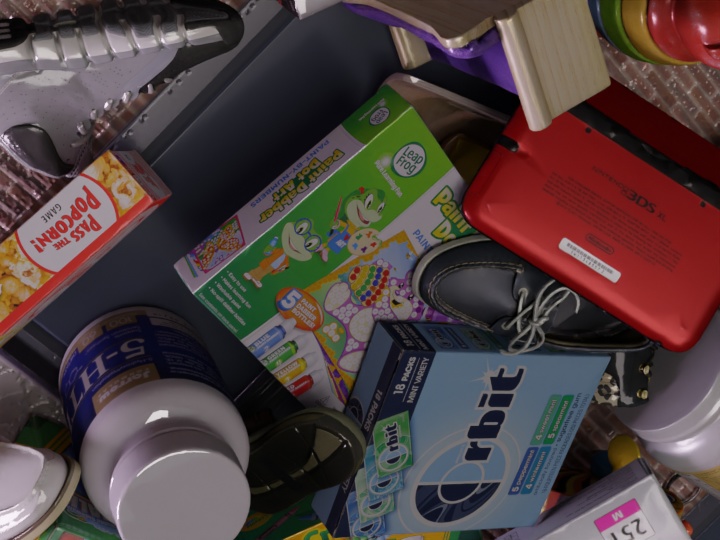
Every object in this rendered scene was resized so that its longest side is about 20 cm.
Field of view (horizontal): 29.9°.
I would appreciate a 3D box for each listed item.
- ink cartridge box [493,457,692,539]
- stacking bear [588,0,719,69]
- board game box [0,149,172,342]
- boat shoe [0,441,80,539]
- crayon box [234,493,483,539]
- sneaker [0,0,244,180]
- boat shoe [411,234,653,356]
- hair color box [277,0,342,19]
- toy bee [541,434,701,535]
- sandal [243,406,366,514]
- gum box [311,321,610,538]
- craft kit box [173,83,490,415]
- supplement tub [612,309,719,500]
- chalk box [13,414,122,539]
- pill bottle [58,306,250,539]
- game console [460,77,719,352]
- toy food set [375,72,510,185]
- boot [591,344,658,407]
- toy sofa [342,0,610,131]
[{"bbox_3d":[0.196,0.280,1.145,0.200,0.044,0.174,-31,104,5],"label":"ink cartridge box"},{"bbox_3d":[0.229,-0.198,0.962,0.121,0.200,0.114,-23,118,-9],"label":"stacking bear"},{"bbox_3d":[-0.221,-0.001,0.912,0.200,0.152,0.046,-42,96,2],"label":"board game box"},{"bbox_3d":[-0.277,0.151,0.946,0.068,0.200,0.075,43,50,-31],"label":"boat shoe"},{"bbox_3d":[-0.001,0.232,1.147,0.200,0.058,0.119,-23,119,-10],"label":"crayon box"},{"bbox_3d":[-0.175,-0.121,0.931,0.199,0.075,0.116,-8,120,-5],"label":"sneaker"},{"bbox_3d":[0.133,0.026,1.000,0.200,0.062,0.075,14,116,-29],"label":"boat shoe"},{"bbox_3d":[0.023,-0.264,0.940,0.200,0.061,0.102,-25,118,-10],"label":"hair color box"},{"bbox_3d":[0.241,0.205,1.196,0.200,0.109,0.131,-16,115,-13],"label":"toy bee"},{"bbox_3d":[-0.059,0.137,1.030,0.080,0.201,0.057,46,50,-20],"label":"sandal"},{"bbox_3d":[0.079,0.125,1.051,0.200,0.045,0.170,3,119,-33],"label":"gum box"},{"bbox_3d":[0.000,0.000,0.980,0.197,0.049,0.200,-43,131,-3],"label":"craft kit box"},{"bbox_3d":[0.328,0.125,1.170,0.200,0.145,0.146,33,99,-28],"label":"supplement tub"},{"bbox_3d":[-0.207,0.222,0.987,0.124,0.200,0.125,29,100,-28],"label":"chalk box"},{"bbox_3d":[-0.145,0.117,0.964,0.119,0.200,0.120,-8,114,-17],"label":"pill bottle"},{"bbox_3d":[0.186,-0.060,1.005,0.200,0.119,0.173,32,87,-5],"label":"game console"},{"bbox_3d":[0.051,-0.040,1.043,0.143,0.060,0.200,18,109,-25],"label":"toy food set"},{"bbox_3d":[0.246,0.032,1.097,0.203,0.073,0.154,4,106,15],"label":"boot"},{"bbox_3d":[0.072,-0.160,0.924,0.097,0.200,0.083,-30,120,-13],"label":"toy sofa"}]
